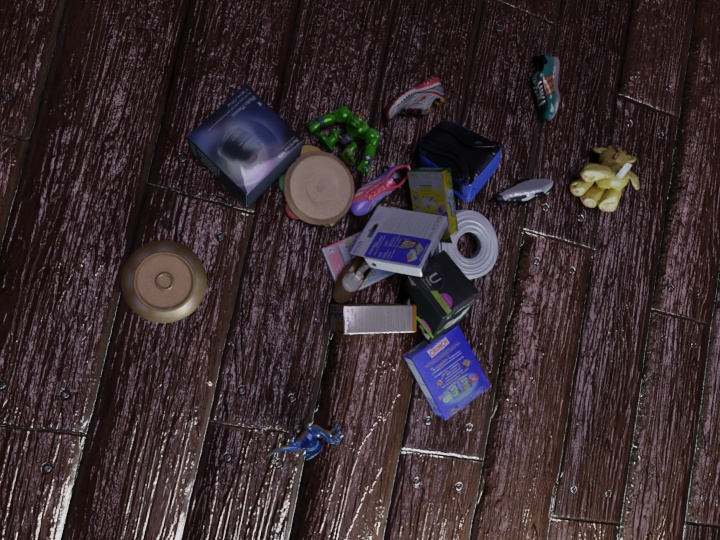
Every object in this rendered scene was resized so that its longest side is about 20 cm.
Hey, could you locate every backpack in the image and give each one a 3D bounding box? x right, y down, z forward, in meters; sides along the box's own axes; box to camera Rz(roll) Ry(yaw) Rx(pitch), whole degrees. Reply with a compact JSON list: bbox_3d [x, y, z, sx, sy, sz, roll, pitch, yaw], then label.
[{"bbox_3d":[0.256,-0.294,1.633,0.199,0.168,0.163,36,71,19],"label":"backpack"}]

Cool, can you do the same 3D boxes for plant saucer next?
[{"bbox_3d":[-0.471,0.026,1.432,0.199,0.035,0.202,1,88,-19],"label":"plant saucer"}]

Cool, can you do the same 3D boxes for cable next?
[{"bbox_3d":[0.298,-0.073,1.685,0.198,0.069,0.202,10,85,-19],"label":"cable"}]

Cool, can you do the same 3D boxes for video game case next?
[{"bbox_3d":[0.007,-0.031,1.610,0.199,0.017,0.144,-25,96,-19],"label":"video game case"}]

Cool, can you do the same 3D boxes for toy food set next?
[{"bbox_3d":[-0.113,-0.214,1.559,0.199,0.049,0.199,26,80,-17],"label":"toy food set"}]

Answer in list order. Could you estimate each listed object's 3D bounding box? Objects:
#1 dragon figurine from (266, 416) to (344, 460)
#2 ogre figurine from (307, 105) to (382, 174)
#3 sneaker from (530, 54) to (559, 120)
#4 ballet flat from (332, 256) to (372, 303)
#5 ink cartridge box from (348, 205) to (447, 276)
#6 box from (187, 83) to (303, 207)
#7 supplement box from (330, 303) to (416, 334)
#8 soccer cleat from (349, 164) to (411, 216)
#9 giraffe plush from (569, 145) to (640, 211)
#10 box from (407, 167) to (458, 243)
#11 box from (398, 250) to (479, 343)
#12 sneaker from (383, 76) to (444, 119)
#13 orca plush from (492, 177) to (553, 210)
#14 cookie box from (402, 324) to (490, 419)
[{"bbox_3d":[-0.135,0.444,1.521,0.199,0.059,0.100,-36,99,-18],"label":"dragon figurine"},{"bbox_3d":[-0.033,-0.356,1.568,0.199,0.098,0.120,34,78,25],"label":"ogre figurine"},{"bbox_3d":[0.549,-0.552,1.794,0.079,0.071,0.202,5,81,-14],"label":"sneaker"},{"bbox_3d":[0.000,0.000,1.558,0.068,0.072,0.200,43,76,-12],"label":"ballet flat"},{"bbox_3d":[0.099,-0.080,1.532,0.199,0.199,0.044,-59,150,-36],"label":"ink cartridge box"},{"bbox_3d":[-0.276,-0.302,1.450,0.198,0.123,0.200,44,76,-3],"label":"box"},{"bbox_3d":[0.031,0.124,1.556,0.198,0.126,0.074,1,89,-20],"label":"supplement box"},{"bbox_3d":[0.053,-0.220,1.601,0.200,0.076,0.067,-39,99,-17],"label":"soccer cleat"},{"bbox_3d":[0.755,-0.305,1.821,0.172,0.200,0.163,36,48,-11],"label":"giraffe plush"},{"bbox_3d":[0.196,-0.173,1.593,0.048,0.117,0.202,-30,119,-42],"label":"box"},{"bbox_3d":[0.199,0.072,1.556,0.124,0.200,0.149,-32,72,-18],"label":"box"},{"bbox_3d":[0.154,-0.463,1.645,0.199,0.078,0.083,-30,99,-17],"label":"sneaker"},{"bbox_3d":[0.481,-0.210,1.754,0.199,0.105,0.072,-28,132,-28],"label":"orca plush"},{"bbox_3d":[0.239,0.276,1.649,0.171,0.075,0.201,-31,98,-17],"label":"cookie box"}]
